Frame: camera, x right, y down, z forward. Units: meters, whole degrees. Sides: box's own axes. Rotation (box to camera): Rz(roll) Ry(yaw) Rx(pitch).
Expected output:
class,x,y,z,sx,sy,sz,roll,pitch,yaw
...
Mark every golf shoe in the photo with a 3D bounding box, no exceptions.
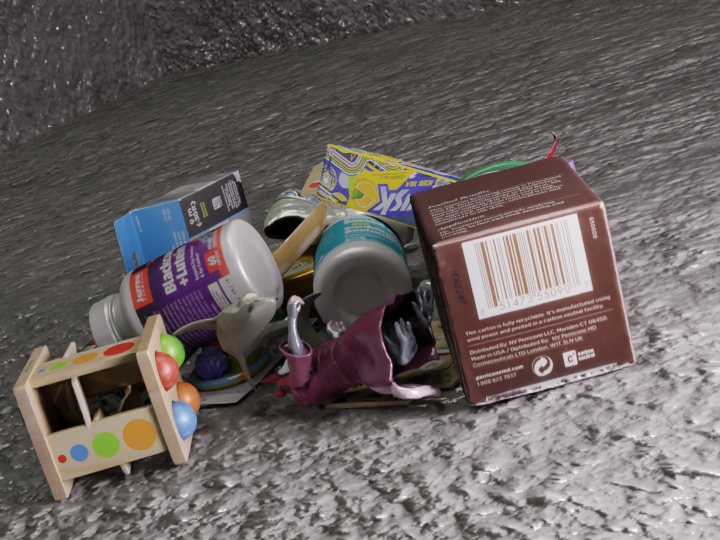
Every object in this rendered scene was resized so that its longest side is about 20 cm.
class,x,y,z,sx,sy,sz,roll,pitch,yaw
golf shoe,-0.031,-0.049,1.994,0.200,0.078,0.097,5,26,18

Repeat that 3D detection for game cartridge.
class,x,y,z,sx,sy,sz,roll,pitch,yaw
game cartridge,-0.137,0.016,2.001,0.200,0.033,0.176,-19,16,-10

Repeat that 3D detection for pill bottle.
class,x,y,z,sx,sy,sz,roll,pitch,yaw
pill bottle,-0.195,0.033,1.695,0.200,0.112,0.111,-26,13,16
pill bottle,0.000,0.000,1.766,0.111,0.111,0.200,-17,16,2

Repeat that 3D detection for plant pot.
class,x,y,z,sx,sy,sz,roll,pitch,yaw
plant pot,-0.104,-0.001,1.831,0.200,0.027,0.200,-47,3,3

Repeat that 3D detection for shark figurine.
class,x,y,z,sx,sy,sz,roll,pitch,yaw
shark figurine,-0.106,0.080,1.595,0.128,0.090,0.214,-22,-11,12

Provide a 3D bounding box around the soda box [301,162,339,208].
class,x,y,z,sx,sy,sz,roll,pitch,yaw
soda box,-0.042,-0.111,2.269,0.068,0.064,0.200,-14,17,11

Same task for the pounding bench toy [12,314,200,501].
class,x,y,z,sx,sy,sz,roll,pitch,yaw
pounding bench toy,-0.248,0.123,1.588,0.156,0.125,0.200,-16,16,3

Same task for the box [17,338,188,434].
class,x,y,z,sx,sy,sz,roll,pitch,yaw
box,-0.292,0.122,1.791,0.137,0.040,0.200,-12,17,21

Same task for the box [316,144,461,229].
class,x,y,z,sx,sy,sz,roll,pitch,yaw
box,0.049,-0.091,1.797,0.200,0.070,0.064,19,10,32

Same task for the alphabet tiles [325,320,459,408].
class,x,y,z,sx,sy,sz,roll,pitch,yaw
alphabet tiles,0.053,0.094,1.587,0.166,0.006,0.200,-7,19,34

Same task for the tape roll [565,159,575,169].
class,x,y,z,sx,sy,sz,roll,pitch,yaw
tape roll,0.171,-0.079,1.878,0.200,0.066,0.200,-15,5,1

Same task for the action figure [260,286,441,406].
class,x,y,z,sx,sy,sz,roll,pitch,yaw
action figure,-0.010,0.095,1.524,0.200,0.149,0.134,-29,-21,29

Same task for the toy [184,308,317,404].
class,x,y,z,sx,sy,sz,roll,pitch,yaw
toy,-0.143,0.090,1.730,0.115,0.047,0.200,-10,17,31

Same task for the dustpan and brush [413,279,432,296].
class,x,y,z,sx,sy,sz,roll,pitch,yaw
dustpan and brush,0.141,0.000,1.746,0.200,0.057,0.140,-4,32,20

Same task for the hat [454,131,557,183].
class,x,y,z,sx,sy,sz,roll,pitch,yaw
hat,0.167,-0.039,1.684,0.200,0.166,0.176,-27,1,3

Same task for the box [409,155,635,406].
class,x,y,z,sx,sy,sz,roll,pitch,yaw
box,0.152,0.005,1.480,0.166,0.165,0.200,-15,17,1

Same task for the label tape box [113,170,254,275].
class,x,y,z,sx,sy,sz,roll,pitch,yaw
label tape box,-0.207,-0.026,1.890,0.066,0.144,0.200,-6,16,30
